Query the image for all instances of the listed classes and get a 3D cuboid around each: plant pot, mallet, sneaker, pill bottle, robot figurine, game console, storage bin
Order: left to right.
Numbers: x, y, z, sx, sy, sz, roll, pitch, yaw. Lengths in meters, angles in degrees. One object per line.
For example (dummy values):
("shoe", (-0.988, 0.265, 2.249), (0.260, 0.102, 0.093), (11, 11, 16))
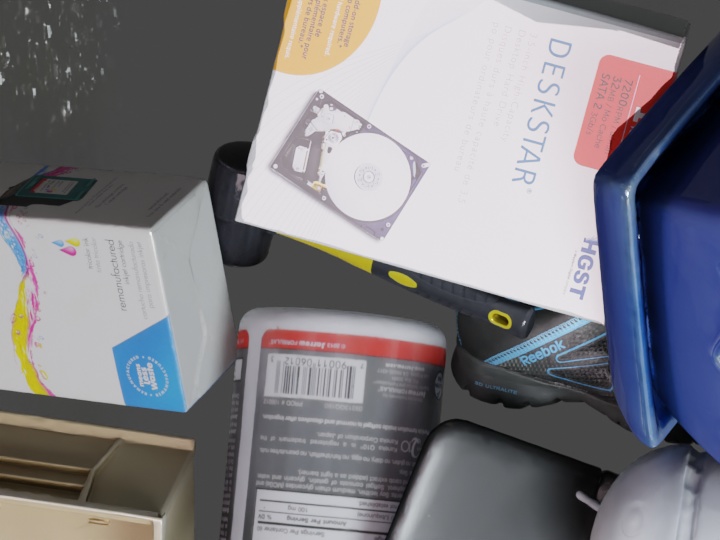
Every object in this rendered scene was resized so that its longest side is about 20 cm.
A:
("storage bin", (-0.200, 0.193, 1.646), (0.198, 0.094, 0.200), (7, 120, 11))
("pill bottle", (-0.018, 0.124, 1.499), (0.116, 0.116, 0.200), (4, 85, 13))
("mallet", (0.000, 0.000, 1.495), (0.200, 0.041, 0.066), (29, 126, 15))
("game console", (0.068, 0.186, 1.493), (0.116, 0.176, 0.200), (23, 94, 8))
("sneaker", (0.146, 0.039, 1.482), (0.200, 0.073, 0.082), (7, 119, 11))
("robot figurine", (0.202, 0.150, 1.389), (0.200, 0.170, 0.113), (7, 117, 11))
("plant pot", (0.225, -0.009, 1.341), (0.180, 0.200, 0.200), (18, 136, 30))

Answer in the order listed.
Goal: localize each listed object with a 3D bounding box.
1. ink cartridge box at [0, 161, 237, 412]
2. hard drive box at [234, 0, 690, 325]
("ink cartridge box", (-0.176, 0.005, 1.532), (0.200, 0.067, 0.116), (5, 120, 26))
("hard drive box", (0.053, -0.077, 1.416), (0.200, 0.077, 0.156), (15, 102, 5))
